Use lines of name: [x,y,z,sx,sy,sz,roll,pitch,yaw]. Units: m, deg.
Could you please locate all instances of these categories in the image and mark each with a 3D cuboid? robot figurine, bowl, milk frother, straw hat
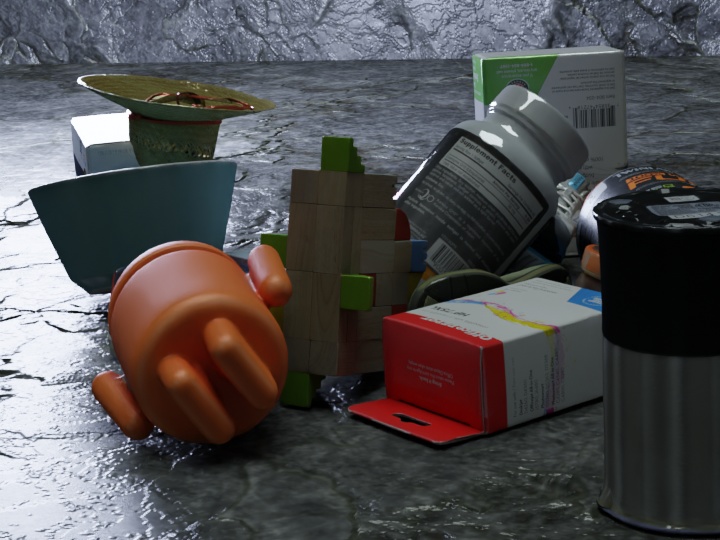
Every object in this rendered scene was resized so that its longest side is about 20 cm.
robot figurine: [-0.122,0.050,1.257,0.116,0.145,0.200,10,17,-21]
bowl: [-0.207,-0.037,1.635,0.199,0.106,0.201,-9,0,0]
milk frother: [0.222,0.061,1.007,0.179,0.190,0.200,-1,14,12]
straw hat: [-0.184,-0.134,1.705,0.199,0.086,0.201,7,13,-2]

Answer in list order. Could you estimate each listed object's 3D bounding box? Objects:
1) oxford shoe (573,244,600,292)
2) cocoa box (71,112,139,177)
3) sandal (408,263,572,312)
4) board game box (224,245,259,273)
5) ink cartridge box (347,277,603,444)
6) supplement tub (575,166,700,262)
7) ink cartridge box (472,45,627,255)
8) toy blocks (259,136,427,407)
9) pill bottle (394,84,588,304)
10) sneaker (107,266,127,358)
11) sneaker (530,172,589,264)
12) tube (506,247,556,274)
oxford shoe: [0.261,0.044,1.354,0.199,0.073,0.071,20,13,12]
cocoa box: [-0.233,-0.091,1.862,0.132,0.132,0.200,-6,14,-13]
sandal: [0.100,0.033,1.401,0.057,0.081,0.200,14,12,37]
board game box: [0.008,-0.001,1.627,0.198,0.044,0.199,-12,17,-37]
ink cartridge box: [0.098,0.064,1.282,0.199,0.068,0.116,-13,17,-36]
supplement tub: [0.255,-0.020,1.485,0.121,0.124,0.200,-4,13,-7]
ink cartridge box: [0.191,-0.120,1.751,0.144,0.202,0.084,-3,11,-4]
toy blocks: [0.000,0.000,1.345,0.099,0.202,0.136,5,4,31]
pill bottle: [0.095,-0.053,1.468,0.200,0.116,0.116,-49,27,-10]
sneaker: [-0.130,0.036,1.409,0.199,0.085,0.075,6,16,32]
sneaker: [0.176,-0.057,1.608,0.075,0.087,0.200,37,3,4]
tube: [0.103,-0.026,1.556,0.077,0.051,0.200,-8,34,-38]
